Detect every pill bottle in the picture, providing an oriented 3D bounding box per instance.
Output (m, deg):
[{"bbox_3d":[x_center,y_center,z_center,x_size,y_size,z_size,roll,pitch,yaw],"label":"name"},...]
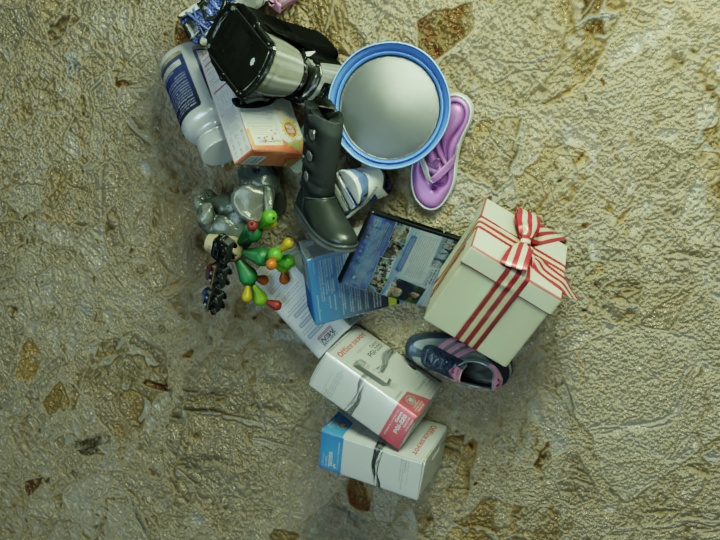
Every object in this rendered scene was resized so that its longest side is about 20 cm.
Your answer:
[{"bbox_3d":[-0.273,-0.291,1.560,0.111,0.111,0.202,-34,68,28],"label":"pill bottle"}]

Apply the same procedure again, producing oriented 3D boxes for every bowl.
[{"bbox_3d":[0.047,-0.266,1.436,0.198,0.039,0.204,0,93,3],"label":"bowl"}]

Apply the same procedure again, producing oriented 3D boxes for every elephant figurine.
[{"bbox_3d":[-0.195,-0.135,1.600,0.199,0.142,0.155,-32,132,19],"label":"elephant figurine"}]

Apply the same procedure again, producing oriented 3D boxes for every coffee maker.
[{"bbox_3d":[-0.137,-0.358,1.443,0.134,0.199,0.194,-24,75,32],"label":"coffee maker"}]

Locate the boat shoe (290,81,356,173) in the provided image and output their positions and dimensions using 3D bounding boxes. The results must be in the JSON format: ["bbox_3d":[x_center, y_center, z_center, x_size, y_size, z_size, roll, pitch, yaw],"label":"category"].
[{"bbox_3d":[-0.050,-0.246,1.534,0.202,0.060,0.072,-51,58,27],"label":"boat shoe"}]

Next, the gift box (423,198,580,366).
[{"bbox_3d":[0.235,0.013,1.415,0.198,0.185,0.188,26,126,-6],"label":"gift box"}]

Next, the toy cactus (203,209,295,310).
[{"bbox_3d":[-0.197,-0.020,1.558,0.163,0.103,0.201,15,135,8],"label":"toy cactus"}]

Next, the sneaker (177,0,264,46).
[{"bbox_3d":[-0.238,-0.433,1.486,0.081,0.115,0.199,50,152,-6],"label":"sneaker"}]

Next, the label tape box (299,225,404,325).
[{"bbox_3d":[0.000,0.000,1.550,0.198,0.066,0.145,-15,127,-13],"label":"label tape box"}]

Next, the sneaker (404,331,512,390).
[{"bbox_3d":[0.162,0.160,1.553,0.198,0.082,0.071,11,110,21],"label":"sneaker"}]

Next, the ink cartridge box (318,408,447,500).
[{"bbox_3d":[0.043,0.321,1.620,0.198,0.144,0.085,14,113,20],"label":"ink cartridge box"}]

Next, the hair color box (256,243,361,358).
[{"bbox_3d":[-0.103,0.052,1.652,0.200,0.061,0.099,47,118,5],"label":"hair color box"}]

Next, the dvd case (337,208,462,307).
[{"bbox_3d":[0.077,-0.016,1.507,0.198,0.018,0.144,16,115,-23],"label":"dvd case"}]

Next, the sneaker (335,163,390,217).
[{"bbox_3d":[-0.011,-0.132,1.537,0.199,0.114,0.081,-27,87,58],"label":"sneaker"}]

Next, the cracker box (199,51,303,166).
[{"bbox_3d":[-0.181,-0.279,1.512,0.057,0.133,0.202,-28,75,38],"label":"cracker box"}]

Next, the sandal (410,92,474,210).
[{"bbox_3d":[0.127,-0.197,1.478,0.082,0.050,0.205,22,112,17],"label":"sandal"}]

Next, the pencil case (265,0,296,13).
[{"bbox_3d":[-0.176,-0.527,1.494,0.200,0.087,0.087,47,118,5],"label":"pencil case"}]

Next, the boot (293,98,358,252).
[{"bbox_3d":[-0.047,-0.151,1.407,0.165,0.065,0.202,41,130,40],"label":"boot"}]

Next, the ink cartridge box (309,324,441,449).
[{"bbox_3d":[0.028,0.204,1.590,0.199,0.146,0.085,32,117,11],"label":"ink cartridge box"}]

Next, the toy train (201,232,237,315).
[{"bbox_3d":[-0.251,0.008,1.552,0.046,0.034,0.201,38,139,17],"label":"toy train"}]
